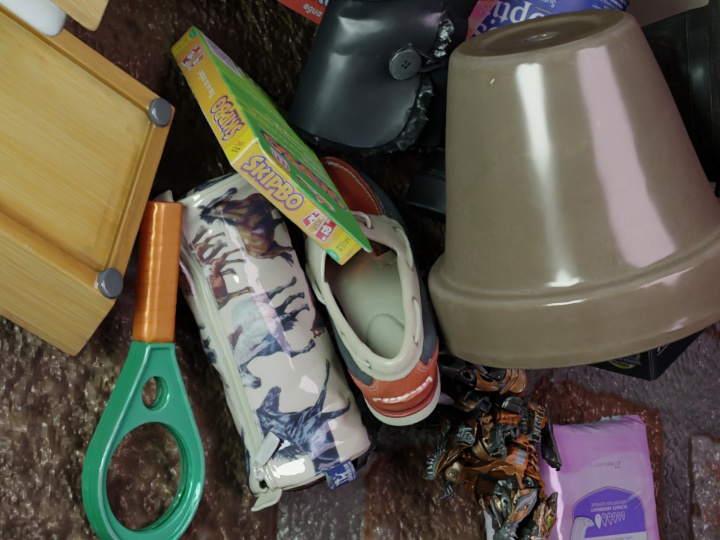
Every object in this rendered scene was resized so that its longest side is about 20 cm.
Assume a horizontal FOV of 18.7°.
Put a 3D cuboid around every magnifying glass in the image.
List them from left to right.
[{"bbox_3d":[-0.119,0.061,1.245,0.079,0.022,0.202,1,93,-45],"label":"magnifying glass"}]

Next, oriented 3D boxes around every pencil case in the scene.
[{"bbox_3d":[-0.062,0.037,1.300,0.089,0.077,0.201,-35,106,-60],"label":"pencil case"}]

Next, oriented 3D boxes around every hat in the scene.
[{"bbox_3d":[0.200,-0.116,1.412,0.201,0.080,0.203,2,90,-81],"label":"hat"}]

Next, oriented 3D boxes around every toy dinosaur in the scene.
[{"bbox_3d":[0.061,0.083,1.390,0.135,0.103,0.201,2,40,-33],"label":"toy dinosaur"}]

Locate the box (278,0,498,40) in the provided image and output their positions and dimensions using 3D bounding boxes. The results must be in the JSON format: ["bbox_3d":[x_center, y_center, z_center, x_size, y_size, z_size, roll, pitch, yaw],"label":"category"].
[{"bbox_3d":[-0.014,-0.212,1.369,0.199,0.095,0.103,27,19,-36],"label":"box"}]

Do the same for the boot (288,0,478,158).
[{"bbox_3d":[-0.009,-0.152,1.297,0.199,0.076,0.169,5,118,-36],"label":"boot"}]

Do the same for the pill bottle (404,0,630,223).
[{"bbox_3d":[0.101,-0.124,1.442,0.111,0.111,0.202,22,86,-39],"label":"pill bottle"}]

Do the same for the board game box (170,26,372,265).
[{"bbox_3d":[-0.054,-0.073,1.279,0.030,0.200,0.095,-45,119,5],"label":"board game box"}]

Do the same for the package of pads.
[{"bbox_3d":[0.145,0.198,1.464,0.120,0.075,0.202,1,79,-41],"label":"package of pads"}]

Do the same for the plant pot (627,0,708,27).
[{"bbox_3d":[0.321,-0.192,1.642,0.186,0.199,0.189,13,71,-41],"label":"plant pot"}]

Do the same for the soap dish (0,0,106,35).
[{"bbox_3d":[-0.197,-0.222,1.147,0.157,0.081,0.200,37,15,-27],"label":"soap dish"}]

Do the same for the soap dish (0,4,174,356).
[{"bbox_3d":[-0.198,-0.069,1.192,0.200,0.081,0.158,35,58,-35],"label":"soap dish"}]

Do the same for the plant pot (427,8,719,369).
[{"bbox_3d":[0.125,-0.058,1.303,0.200,0.199,0.176,-28,111,-44],"label":"plant pot"}]

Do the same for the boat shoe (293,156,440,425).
[{"bbox_3d":[0.000,0.000,1.324,0.063,0.071,0.201,66,4,-52],"label":"boat shoe"}]

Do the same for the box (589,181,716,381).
[{"bbox_3d":[0.177,-0.007,1.484,0.200,0.159,0.045,-38,131,-42],"label":"box"}]
